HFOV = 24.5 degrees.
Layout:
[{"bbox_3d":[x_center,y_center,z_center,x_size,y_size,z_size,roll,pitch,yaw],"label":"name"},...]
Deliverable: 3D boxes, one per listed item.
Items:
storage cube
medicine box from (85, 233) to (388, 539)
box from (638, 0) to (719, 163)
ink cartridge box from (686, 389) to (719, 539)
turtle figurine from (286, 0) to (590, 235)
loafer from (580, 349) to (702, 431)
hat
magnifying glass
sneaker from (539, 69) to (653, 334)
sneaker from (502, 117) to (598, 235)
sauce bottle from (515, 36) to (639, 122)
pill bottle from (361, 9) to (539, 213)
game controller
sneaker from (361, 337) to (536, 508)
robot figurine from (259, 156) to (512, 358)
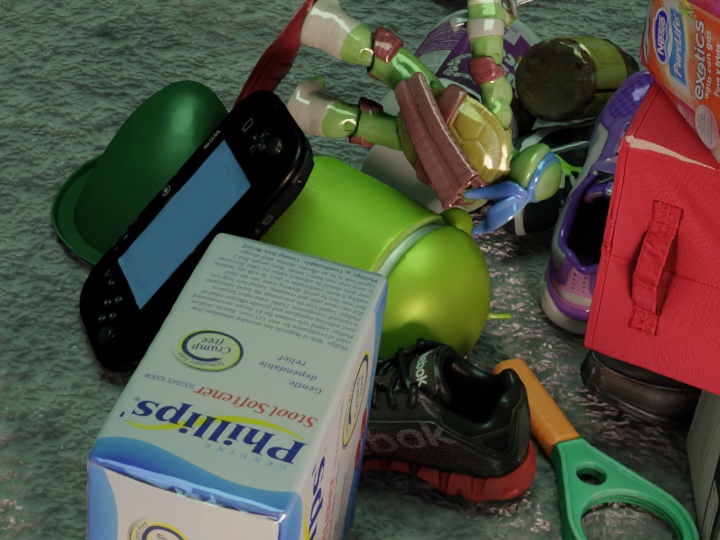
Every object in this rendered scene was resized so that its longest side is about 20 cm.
[{"bbox_3d":[0.255,-0.038,0.997,0.179,0.172,0.200,20,46,17],"label":"storage cube"},{"bbox_3d":[-0.065,0.116,0.875,0.102,0.183,0.200,13,37,8],"label":"medicine box"},{"bbox_3d":[0.267,-0.142,0.913,0.199,0.096,0.100,-13,47,-16],"label":"box"},{"bbox_3d":[0.281,0.149,0.982,0.144,0.085,0.201,7,37,-1],"label":"ink cartridge box"},{"bbox_3d":[0.061,-0.119,1.112,0.193,0.144,0.201,23,68,13],"label":"turtle figurine"},{"bbox_3d":[0.247,0.063,1.100,0.199,0.073,0.073,5,37,-3],"label":"loafer"},{"bbox_3d":[-0.127,-0.117,1.176,0.165,0.177,0.200,19,38,14],"label":"hat"},{"bbox_3d":[0.140,0.125,1.040,0.079,0.023,0.200,-10,40,-23],"label":"magnifying glass"},{"bbox_3d":[0.183,-0.057,1.160,0.080,0.089,0.201,17,73,17],"label":"sneaker"},{"bbox_3d":[0.182,-0.077,1.252,0.082,0.072,0.200,14,29,36],"label":"sneaker"},{"bbox_3d":[0.176,-0.149,1.293,0.066,0.066,0.200,22,13,18],"label":"sauce bottle"},{"bbox_3d":[0.071,-0.111,1.264,0.112,0.113,0.200,17,38,11],"label":"pill bottle"},{"bbox_3d":[-0.109,-0.027,1.075,0.042,0.200,0.104,32,15,-45],"label":"game controller"},{"bbox_3d":[0.013,0.082,1.007,0.199,0.098,0.071,8,39,2],"label":"sneaker"},{"bbox_3d":[0.000,0.000,1.098,0.199,0.116,0.175,30,41,26],"label":"robot figurine"}]
